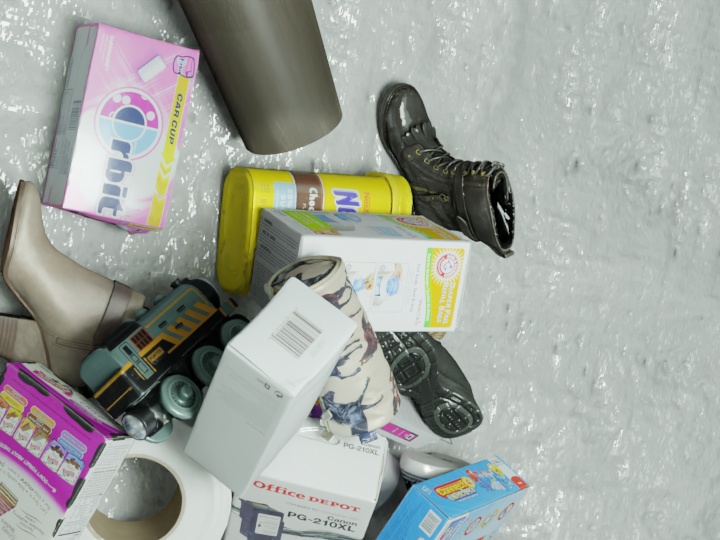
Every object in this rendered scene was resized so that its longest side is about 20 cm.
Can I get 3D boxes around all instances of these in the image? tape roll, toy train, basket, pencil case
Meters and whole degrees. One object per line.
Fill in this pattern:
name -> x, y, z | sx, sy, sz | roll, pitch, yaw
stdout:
tape roll -> -0.234, 0.226, 1.500 | 0.202, 0.071, 0.203 | -3, 105, -10
toy train -> -0.184, 0.083, 1.436 | 0.114, 0.085, 0.200 | 48, 42, -3
basket -> -0.101, -0.234, 1.531 | 0.136, 0.180, 0.200 | -15, 116, 10
pencil case -> -0.028, 0.076, 1.439 | 0.089, 0.078, 0.200 | -37, 123, -24

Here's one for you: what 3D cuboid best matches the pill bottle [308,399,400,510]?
pill bottle -> -0.048, 0.186, 1.631 | 0.200, 0.111, 0.111 | 44, 72, -29

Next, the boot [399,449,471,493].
boot -> 0.083, 0.262, 1.700 | 0.200, 0.073, 0.090 | 24, 83, -70

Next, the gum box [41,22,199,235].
gum box -> -0.246, -0.141, 1.492 | 0.113, 0.066, 0.200 | 12, 89, -31

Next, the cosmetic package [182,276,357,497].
cosmetic package -> -0.088, 0.112, 1.371 | 0.081, 0.200, 0.113 | 37, 49, 6

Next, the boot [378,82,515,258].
boot -> 0.108, -0.117, 1.656 | 0.069, 0.174, 0.200 | -25, 109, -27

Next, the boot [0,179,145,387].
boot -> -0.289, 0.019, 1.461 | 0.146, 0.070, 0.200 | 11, 104, -13

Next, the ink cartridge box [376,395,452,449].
ink cartridge box -> 0.031, 0.147, 1.668 | 0.037, 0.095, 0.200 | -37, 147, 18

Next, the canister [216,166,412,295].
canister -> -0.052, -0.040, 1.618 | 0.200, 0.087, 0.149 | 2, 97, -31

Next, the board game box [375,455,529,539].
board game box -> 0.076, 0.312, 1.629 | 0.196, 0.056, 0.200 | -6, 132, -58

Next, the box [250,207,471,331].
box -> 0.000, 0.000, 1.537 | 0.200, 0.112, 0.102 | 2, 106, -27

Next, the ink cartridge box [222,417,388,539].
ink cartridge box -> -0.063, 0.246, 1.550 | 0.145, 0.200, 0.084 | 14, 49, -2

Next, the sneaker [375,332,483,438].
sneaker -> 0.068, 0.107, 1.668 | 0.076, 0.091, 0.200 | -26, 127, 14

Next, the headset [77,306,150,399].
headset -> -0.198, 0.100, 1.536 | 0.200, 0.094, 0.124 | -2, 97, -21

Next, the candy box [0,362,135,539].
candy box -> -0.324, 0.208, 1.411 | 0.200, 0.136, 0.061 | -59, 159, 8

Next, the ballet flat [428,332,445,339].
ballet flat -> 0.024, 0.072, 1.693 | 0.200, 0.070, 0.065 | -8, 114, -28
